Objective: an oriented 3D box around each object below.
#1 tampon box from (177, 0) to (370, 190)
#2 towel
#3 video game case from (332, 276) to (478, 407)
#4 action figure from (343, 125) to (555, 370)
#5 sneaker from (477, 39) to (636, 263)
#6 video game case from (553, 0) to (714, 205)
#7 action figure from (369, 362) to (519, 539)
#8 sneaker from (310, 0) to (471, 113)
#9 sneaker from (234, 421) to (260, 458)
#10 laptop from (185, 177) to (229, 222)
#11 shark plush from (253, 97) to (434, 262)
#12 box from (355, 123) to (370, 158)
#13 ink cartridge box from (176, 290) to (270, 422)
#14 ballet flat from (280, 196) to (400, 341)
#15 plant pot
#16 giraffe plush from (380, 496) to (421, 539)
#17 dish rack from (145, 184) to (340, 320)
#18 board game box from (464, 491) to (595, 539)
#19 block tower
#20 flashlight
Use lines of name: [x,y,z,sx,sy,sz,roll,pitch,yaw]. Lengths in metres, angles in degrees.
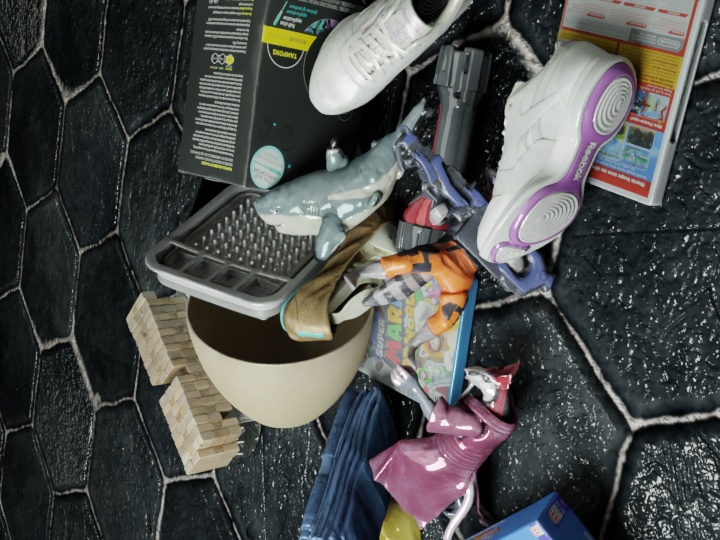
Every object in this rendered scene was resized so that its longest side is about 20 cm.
tampon box: [-0.087,-0.188,1.118,0.125,0.148,0.204,16,102,45]
towel: [-0.003,0.220,1.061,0.048,0.202,0.113,-8,127,21]
video game case: [0.042,0.053,1.129,0.199,0.018,0.146,23,110,49]
action figure: [0.071,-0.036,0.978,0.201,0.193,0.105,51,177,-13]
sneaker: [0.154,-0.101,0.909,0.100,0.074,0.202,45,111,44]
video game case: [0.218,-0.172,0.896,0.142,0.017,0.204,29,114,47]
action figure: [0.091,0.162,0.981,0.201,0.132,0.150,-56,52,40]
sneaker: [0.023,-0.226,1.011,0.199,0.100,0.075,-41,97,15]
sneaker: [-0.160,0.143,1.360,0.072,0.079,0.204,-2,106,12]
laptop: [-0.201,-0.171,1.359,0.201,0.102,0.179,51,128,37]
shark plush: [-0.011,-0.091,1.029,0.199,0.091,0.083,-34,107,33]
box: [-0.062,-0.177,1.234,0.136,0.037,0.203,-37,63,46]
ink cartridge box: [-0.137,0.069,1.256,0.084,0.144,0.204,1,92,51]
ballet flat: [0.000,0.000,1.072,0.071,0.200,0.069,16,138,31]
plant pot: [-0.082,0.087,1.144,0.200,0.198,0.136,39,141,43]
giraffe plush: [-0.024,0.340,1.111,0.173,0.160,0.202,-50,54,40]
dish rack: [-0.112,-0.020,1.140,0.169,0.200,0.044,16,129,23]
board game box: [0.147,0.298,0.939,0.153,0.045,0.200,49,135,2]
block tower: [-0.193,0.118,1.172,0.054,0.057,0.202,-50,58,39]
flashlight: [0.082,-0.114,1.040,0.067,0.068,0.204,13,100,24]
